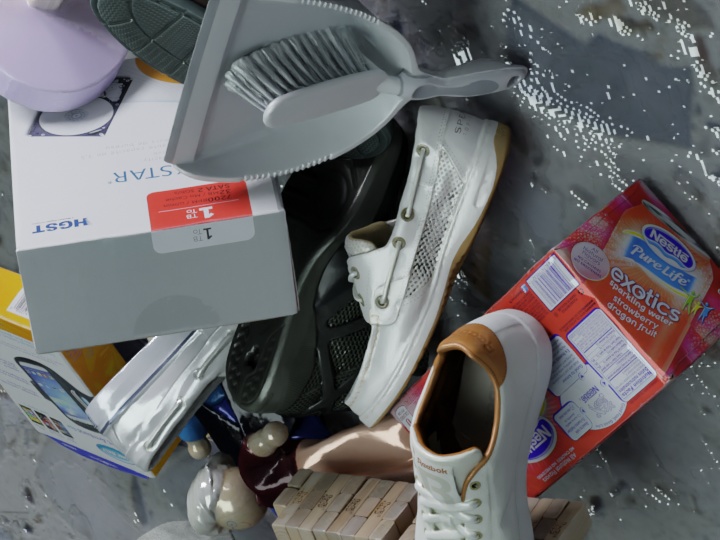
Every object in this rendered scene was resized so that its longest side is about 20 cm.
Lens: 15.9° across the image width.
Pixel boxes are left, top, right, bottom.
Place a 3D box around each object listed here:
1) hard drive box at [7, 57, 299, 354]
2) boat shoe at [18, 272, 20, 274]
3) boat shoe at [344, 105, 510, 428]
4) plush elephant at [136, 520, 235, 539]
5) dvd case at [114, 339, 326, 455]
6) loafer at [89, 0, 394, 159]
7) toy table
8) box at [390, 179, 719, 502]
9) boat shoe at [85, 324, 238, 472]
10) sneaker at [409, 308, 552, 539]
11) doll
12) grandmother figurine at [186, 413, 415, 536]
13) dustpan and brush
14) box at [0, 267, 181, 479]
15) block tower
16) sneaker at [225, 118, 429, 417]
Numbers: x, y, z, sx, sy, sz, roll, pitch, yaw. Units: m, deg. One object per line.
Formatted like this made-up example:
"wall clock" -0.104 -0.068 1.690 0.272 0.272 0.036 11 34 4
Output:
"hard drive box" -0.127 -0.046 1.533 0.200 0.155 0.077 -106 8 -55
"boat shoe" -0.162 -0.034 1.708 0.200 0.072 0.073 -17 83 39
"boat shoe" 0.023 -0.005 1.513 0.069 0.071 0.200 21 106 -3
"plush elephant" -0.091 0.260 1.758 0.154 0.165 0.200 13 117 -12
"dvd case" -0.108 0.062 1.762 0.200 0.016 0.149 13 124 38
"loafer" -0.065 -0.134 1.493 0.200 0.063 0.072 29 148 -23
"toy table" -0.182 -0.209 1.550 0.117 0.183 0.200 -60 43 45
"box" 0.118 0.051 1.483 0.100 0.095 0.200 49 138 6
"boat shoe" -0.085 0.046 1.640 0.200 0.074 0.065 -44 84 14
"sneaker" 0.050 0.122 1.410 0.073 0.085 0.201 13 104 32
"doll" -0.066 0.097 1.697 0.200 0.048 0.136 48 124 2
"grandmother figurine" -0.028 0.126 1.614 0.200 0.061 0.121 -20 136 30
"dustpan and brush" 0.001 -0.106 1.430 0.057 0.200 0.140 54 143 30
"box" -0.205 0.072 1.775 0.119 0.042 0.200 18 155 35
"block tower" 0.041 0.163 1.514 0.200 0.054 0.058 3 128 35
"sneaker" 0.000 0.000 1.586 0.076 0.114 0.200 32 106 50
